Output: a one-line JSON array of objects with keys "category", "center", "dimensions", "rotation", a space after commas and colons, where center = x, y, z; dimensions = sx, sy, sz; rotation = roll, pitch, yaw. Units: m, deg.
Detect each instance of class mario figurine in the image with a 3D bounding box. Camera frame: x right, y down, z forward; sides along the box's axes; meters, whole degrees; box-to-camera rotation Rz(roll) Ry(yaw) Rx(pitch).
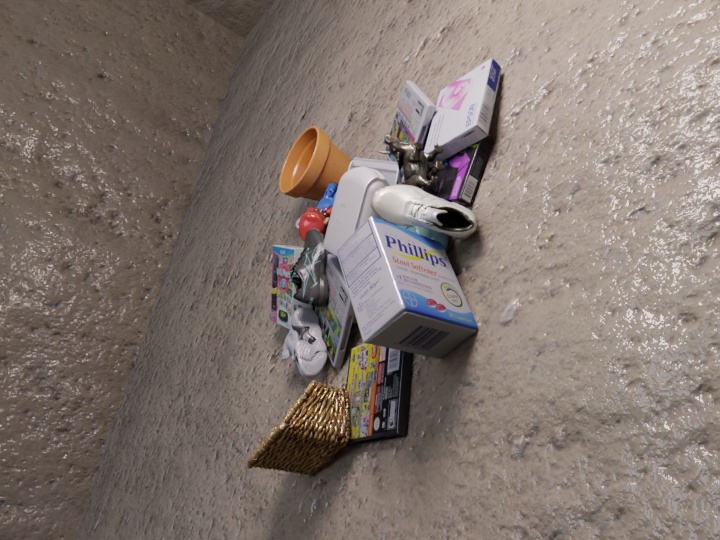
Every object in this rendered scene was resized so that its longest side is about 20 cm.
[{"category": "mario figurine", "center": [-0.088, -0.137, 1.526], "dimensions": [0.123, 0.106, 0.200], "rotation": [-33, 20, 55]}]

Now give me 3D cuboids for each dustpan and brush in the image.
[{"category": "dustpan and brush", "center": [0.026, -0.149, 1.365], "dimensions": [0.139, 0.057, 0.201], "rotation": [14, 120, 36]}]

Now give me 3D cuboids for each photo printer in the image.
[{"category": "photo printer", "center": [-0.008, -0.122, 1.273], "dimensions": [0.166, 0.069, 0.201], "rotation": [32, 108, 63]}]

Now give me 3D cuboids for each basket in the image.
[{"category": "basket", "center": [-0.127, 0.304, 1.188], "dimensions": [0.200, 0.149, 0.143], "rotation": [-53, 29, 42]}]

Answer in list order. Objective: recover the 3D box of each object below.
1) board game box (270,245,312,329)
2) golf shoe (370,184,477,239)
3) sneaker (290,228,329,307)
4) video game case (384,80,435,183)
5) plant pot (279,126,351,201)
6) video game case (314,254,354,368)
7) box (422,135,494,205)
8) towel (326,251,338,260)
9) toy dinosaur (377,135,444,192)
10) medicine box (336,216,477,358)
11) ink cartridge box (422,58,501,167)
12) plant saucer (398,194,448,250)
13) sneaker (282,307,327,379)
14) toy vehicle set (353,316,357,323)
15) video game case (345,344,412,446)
[{"category": "board game box", "center": [-0.175, 0.040, 1.520], "dimensions": [0.147, 0.064, 0.201], "rotation": [11, 99, 60]}, {"category": "golf shoe", "center": [0.116, -0.109, 1.067], "dimensions": [0.097, 0.199, 0.079], "rotation": [-68, -9, -85]}, {"category": "sneaker", "center": [-0.120, -0.013, 1.377], "dimensions": [0.075, 0.079, 0.201], "rotation": [123, 146, -53]}, {"category": "video game case", "center": [0.109, -0.318, 1.356], "dimensions": [0.200, 0.023, 0.183], "rotation": [-108, 31, -57]}, {"category": "plant pot", "center": [-0.117, -0.276, 1.648], "dimensions": [0.200, 0.140, 0.201], "rotation": [-39, 38, 39]}, {"category": "video game case", "center": [-0.059, 0.087, 1.341], "dimensions": [0.200, 0.022, 0.183], "rotation": [-123, 42, -57]}, {"category": "box", "center": [0.174, -0.199, 1.215], "dimensions": [0.200, 0.036, 0.143], "rotation": [4, 71, 62]}, {"category": "towel", "center": [-0.072, -0.031, 1.485], "dimensions": [0.200, 0.048, 0.112], "rotation": [-6, 64, 58]}, {"category": "toy dinosaur", "center": [0.115, -0.189, 1.170], "dimensions": [0.102, 0.077, 0.201], "rotation": [-39, 68, 57]}, {"category": "medicine box", "center": [0.077, 0.031, 1.016], "dimensions": [0.103, 0.182, 0.200], "rotation": [-43, 47, 32]}, {"category": "ink cartridge box", "center": [0.189, -0.314, 1.219], "dimensions": [0.200, 0.043, 0.197], "rotation": [-22, 43, 46]}, {"category": "plant saucer", "center": [0.105, -0.059, 1.196], "dimensions": [0.200, 0.027, 0.201], "rotation": [-30, 54, 54]}, {"category": "sneaker", "center": [-0.131, 0.191, 1.375], "dimensions": [0.200, 0.075, 0.115], "rotation": [-103, 29, -48]}, {"category": "toy vehicle set", "center": [0.000, 0.000, 1.319], "dimensions": [0.201, 0.026, 0.124], "rotation": [-67, 26, 23]}, {"category": "video game case", "center": [0.030, 0.227, 1.143], "dimensions": [0.181, 0.025, 0.201], "rotation": [-28, 47, 48]}]
